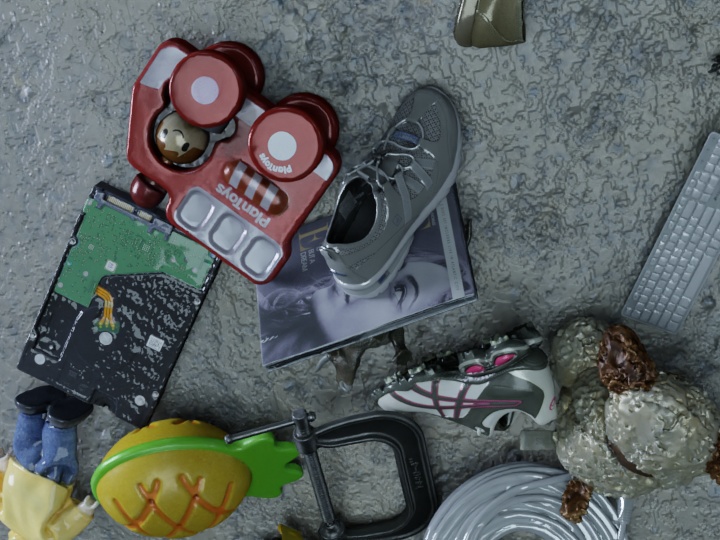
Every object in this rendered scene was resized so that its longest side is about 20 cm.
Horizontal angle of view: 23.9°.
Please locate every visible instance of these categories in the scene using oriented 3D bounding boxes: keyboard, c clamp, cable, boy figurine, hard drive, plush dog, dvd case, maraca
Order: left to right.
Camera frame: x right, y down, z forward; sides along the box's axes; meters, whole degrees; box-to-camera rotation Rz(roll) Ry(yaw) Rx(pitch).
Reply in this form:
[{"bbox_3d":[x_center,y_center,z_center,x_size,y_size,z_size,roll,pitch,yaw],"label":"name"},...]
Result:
[{"bbox_3d":[-0.305,0.219,1.652,0.124,0.064,0.200,17,110,23],"label":"boy figurine"},{"bbox_3d":[-0.225,0.033,1.606,0.140,0.038,0.200,25,108,0],"label":"hard drive"},{"bbox_3d":[-0.154,0.194,1.607,0.200,0.107,0.137,-8,147,-3],"label":"maraca"},{"bbox_3d":[-0.016,0.194,1.594,0.171,0.027,0.200,-17,128,4],"label":"c clamp"},{"bbox_3d":[0.000,0.000,1.518,0.200,0.149,0.016,-19,137,12],"label":"dvd case"},{"bbox_3d":[0.152,0.277,1.577,0.200,0.069,0.200,1,86,-3],"label":"cable"},{"bbox_3d":[0.244,0.137,1.481,0.200,0.172,0.161,38,65,-3],"label":"plush dog"},{"bbox_3d":[0.296,-0.031,1.510,0.056,0.011,0.200,23,121,2],"label":"keyboard"}]

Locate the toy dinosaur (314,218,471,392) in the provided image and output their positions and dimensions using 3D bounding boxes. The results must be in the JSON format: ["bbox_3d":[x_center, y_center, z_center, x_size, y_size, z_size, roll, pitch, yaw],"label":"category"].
[{"bbox_3d":[0.022,0.022,1.546,0.077,0.102,0.200,28,95,-42],"label":"toy dinosaur"}]

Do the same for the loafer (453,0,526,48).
[{"bbox_3d":[0.134,-0.281,1.452,0.067,0.076,0.200,16,117,2],"label":"loafer"}]

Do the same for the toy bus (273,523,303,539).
[{"bbox_3d":[-0.041,0.372,1.643,0.192,0.136,0.200,21,110,-16],"label":"toy bus"}]

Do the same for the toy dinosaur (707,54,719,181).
[{"bbox_3d":[0.359,-0.167,1.462,0.088,0.047,0.200,38,113,-23],"label":"toy dinosaur"}]

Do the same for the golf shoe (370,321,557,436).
[{"bbox_3d":[0.089,0.113,1.529,0.200,0.077,0.088,-19,95,46],"label":"golf shoe"}]

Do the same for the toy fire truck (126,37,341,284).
[{"bbox_3d":[-0.122,-0.103,1.510,0.200,0.112,0.168,34,104,-2],"label":"toy fire truck"}]

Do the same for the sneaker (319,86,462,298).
[{"bbox_3d":[0.028,-0.077,1.480,0.075,0.082,0.200,12,71,32],"label":"sneaker"}]
